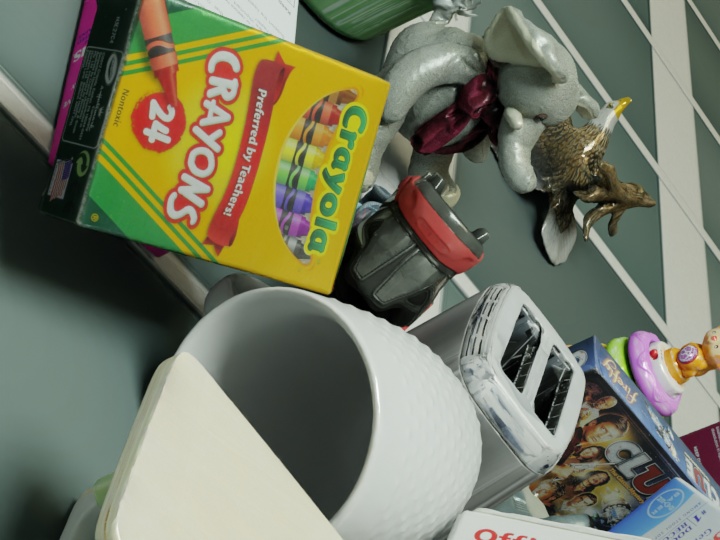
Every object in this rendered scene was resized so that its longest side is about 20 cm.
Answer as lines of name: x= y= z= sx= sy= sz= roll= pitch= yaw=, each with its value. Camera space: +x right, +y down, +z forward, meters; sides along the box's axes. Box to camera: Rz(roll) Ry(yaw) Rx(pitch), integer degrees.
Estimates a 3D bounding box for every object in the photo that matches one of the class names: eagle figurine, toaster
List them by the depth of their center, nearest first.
toaster: x=0.068 y=0.094 z=1.105 sx=0.114 sy=0.129 sz=0.200 roll=51 pitch=27 yaw=-8
eagle figurine: x=0.191 y=-0.123 z=1.575 sx=0.200 sy=0.150 sz=0.152 roll=46 pitch=-30 yaw=33

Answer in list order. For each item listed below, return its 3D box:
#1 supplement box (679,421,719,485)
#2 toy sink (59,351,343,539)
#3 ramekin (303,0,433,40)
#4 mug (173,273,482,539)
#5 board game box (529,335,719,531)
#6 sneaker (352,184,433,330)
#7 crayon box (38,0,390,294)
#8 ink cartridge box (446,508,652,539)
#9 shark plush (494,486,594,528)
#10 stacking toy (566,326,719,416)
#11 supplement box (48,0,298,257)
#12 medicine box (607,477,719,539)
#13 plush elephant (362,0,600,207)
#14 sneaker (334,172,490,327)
supplement box: x=0.398 y=0.180 z=1.565 sx=0.110 sy=0.199 sz=0.086 roll=25 pitch=46 yaw=-52
toy sink: x=-0.086 y=0.164 z=0.798 sx=0.200 sy=0.111 sz=0.131 roll=54 pitch=28 yaw=-26
ramekin: x=0.000 y=-0.289 z=1.367 sx=0.200 sy=0.097 sz=0.201 roll=43 pitch=33 yaw=-37
mug: x=-0.023 y=0.080 z=0.968 sx=0.200 sy=0.148 sz=0.175 roll=52 pitch=16 yaw=29
board game box: x=0.171 y=0.146 z=1.255 sx=0.200 sy=0.135 sz=0.035 roll=47 pitch=31 yaw=-30
sneaker: x=0.000 y=0.000 z=1.163 sx=0.096 sy=0.079 sz=0.200 roll=45 pitch=23 yaw=-5
crayon box: x=-0.063 y=-0.065 z=0.909 sx=0.199 sy=0.051 sz=0.128 roll=15 pitch=90 yaw=-38
ink cartridge box: x=0.093 y=0.230 z=0.880 sx=0.200 sy=0.145 sz=0.084 roll=-56 pitch=148 yaw=-52
shark plush: x=0.070 y=0.198 z=1.148 sx=0.199 sy=0.091 sz=0.083 roll=-24 pitch=67 yaw=-43
stacking toy: x=0.213 y=0.091 z=1.307 sx=0.110 sy=0.199 sz=0.117 roll=47 pitch=32 yaw=-30
supplement box: x=-0.109 y=-0.124 z=1.020 sx=0.103 sy=0.101 sz=0.201 roll=42 pitch=33 yaw=-36
medicine box: x=0.203 y=0.254 z=1.082 sx=0.103 sy=0.182 sz=0.200 roll=54 pitch=-6 yaw=-17
plush elephant: x=0.099 y=-0.126 z=1.264 sx=0.164 sy=0.154 sz=0.202 roll=23 pitch=87 yaw=-57
sneaker: x=0.026 y=-0.010 z=1.048 sx=0.071 sy=0.098 sz=0.200 roll=49 pitch=3 yaw=0
